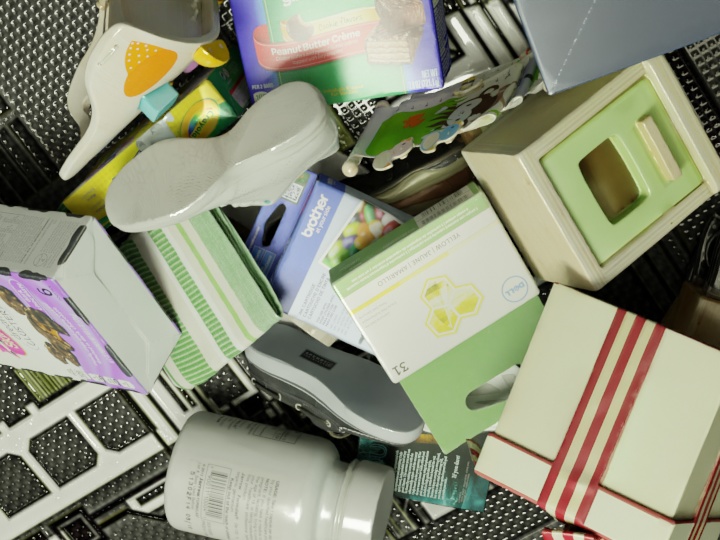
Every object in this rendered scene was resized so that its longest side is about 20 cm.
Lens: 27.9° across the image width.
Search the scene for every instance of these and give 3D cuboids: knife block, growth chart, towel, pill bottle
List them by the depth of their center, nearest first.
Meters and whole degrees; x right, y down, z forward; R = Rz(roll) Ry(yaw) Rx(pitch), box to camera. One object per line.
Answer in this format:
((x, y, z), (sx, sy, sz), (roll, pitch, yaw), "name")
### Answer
((0.081, -0.138, 1.194), (0.199, 0.145, 0.018), (-21, 114, 18), "growth chart")
((0.303, 0.055, 1.236), (0.063, 0.201, 0.176), (17, 144, -1), "knife block")
((-0.151, 0.014, 1.279), (0.153, 0.023, 0.200), (58, 140, 6), "towel")
((-0.074, 0.207, 1.364), (0.198, 0.114, 0.115), (11, 115, 12), "pill bottle")

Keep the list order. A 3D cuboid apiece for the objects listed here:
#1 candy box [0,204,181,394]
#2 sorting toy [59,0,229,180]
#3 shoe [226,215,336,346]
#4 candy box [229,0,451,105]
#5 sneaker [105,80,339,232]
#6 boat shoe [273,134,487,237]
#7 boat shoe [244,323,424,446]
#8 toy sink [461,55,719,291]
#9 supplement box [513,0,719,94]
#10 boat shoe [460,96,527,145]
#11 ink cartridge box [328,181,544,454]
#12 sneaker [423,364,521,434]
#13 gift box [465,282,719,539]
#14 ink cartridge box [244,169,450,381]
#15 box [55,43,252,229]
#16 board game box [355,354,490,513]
((-0.283, 0.021, 1.271), (0.199, 0.072, 0.168), (7, 146, 32), "candy box")
((-0.201, -0.169, 1.208), (0.106, 0.201, 0.180), (27, 122, -26), "sorting toy")
((-0.095, 0.004, 1.315), (0.199, 0.070, 0.054), (29, 106, -8), "shoe")
((-0.022, -0.243, 1.194), (0.167, 0.077, 0.202), (-7, 111, 10), "candy box")
((-0.106, -0.073, 1.177), (0.199, 0.076, 0.089), (-24, 150, 5), "sneaker")
((0.020, -0.048, 1.277), (0.199, 0.076, 0.074), (-23, 112, 17), "boat shoe")
((-0.027, 0.118, 1.331), (0.199, 0.070, 0.067), (24, 131, 25), "boat shoe")
((0.207, -0.098, 1.161), (0.199, 0.112, 0.131), (-37, 108, -14), "toy sink")
((0.210, -0.253, 1.092), (0.198, 0.200, 0.135), (-18, 111, 14), "supplement box")
((0.163, -0.067, 1.240), (0.063, 0.073, 0.200), (-42, 120, -3), "boat shoe")
((0.084, 0.048, 1.203), (0.145, 0.048, 0.201), (-31, 107, 3), "ink cartridge box")
((0.136, 0.083, 1.286), (0.199, 0.076, 0.116), (-5, 116, 12), "sneaker")
((0.203, 0.128, 1.159), (0.199, 0.184, 0.188), (22, 92, 33), "gift box")
((0.000, 0.000, 1.233), (0.199, 0.042, 0.120), (25, 104, -4), "ink cartridge box")
((-0.178, -0.105, 1.252), (0.199, 0.118, 0.048), (-35, 105, 20), "box")
((0.068, 0.129, 1.373), (0.134, 0.028, 0.202), (10, 115, 3), "board game box")
